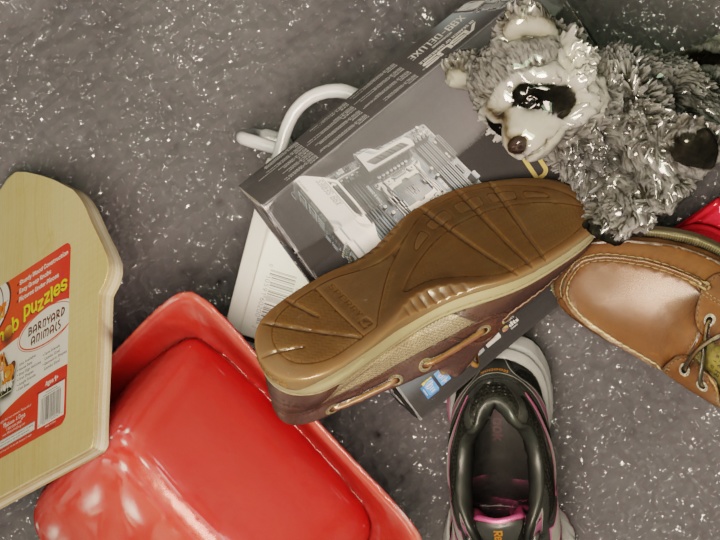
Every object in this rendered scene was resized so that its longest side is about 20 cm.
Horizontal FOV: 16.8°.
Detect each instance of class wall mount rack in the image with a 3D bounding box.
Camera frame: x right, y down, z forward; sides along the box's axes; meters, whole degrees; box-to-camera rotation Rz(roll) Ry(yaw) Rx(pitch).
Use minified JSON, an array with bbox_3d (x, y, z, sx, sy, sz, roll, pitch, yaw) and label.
[{"bbox_3d":[0.000,0.000,1.375,0.173,0.075,0.201,17,98,7],"label":"wall mount rack"}]

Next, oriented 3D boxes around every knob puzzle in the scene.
[{"bbox_3d":[-0.186,0.037,1.367,0.030,0.220,0.220,19,99,-35],"label":"knob puzzle"}]

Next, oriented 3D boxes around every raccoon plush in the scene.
[{"bbox_3d":[0.120,-0.100,1.265,0.134,0.200,0.097,43,116,-6],"label":"raccoon plush"}]

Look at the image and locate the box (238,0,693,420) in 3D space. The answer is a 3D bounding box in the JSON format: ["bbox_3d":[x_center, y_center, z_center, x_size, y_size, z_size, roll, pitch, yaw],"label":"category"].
[{"bbox_3d":[0.059,-0.044,1.322,0.200,0.050,0.158,-38,114,-7],"label":"box"}]

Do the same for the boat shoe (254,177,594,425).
[{"bbox_3d":[0.037,0.020,1.277,0.200,0.072,0.072,-31,53,-19],"label":"boat shoe"}]

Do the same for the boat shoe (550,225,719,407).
[{"bbox_3d":[0.196,0.034,1.296,0.199,0.068,0.072,19,115,-1],"label":"boat shoe"}]

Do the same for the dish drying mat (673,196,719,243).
[{"bbox_3d":[0.232,0.057,1.365,0.077,0.018,0.200,-36,92,38],"label":"dish drying mat"}]

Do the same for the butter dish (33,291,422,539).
[{"bbox_3d":[-0.102,0.147,1.327,0.200,0.148,0.200,48,140,1],"label":"butter dish"}]

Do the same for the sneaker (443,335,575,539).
[{"bbox_3d":[0.077,0.142,1.360,0.080,0.086,0.201,-9,107,9],"label":"sneaker"}]
